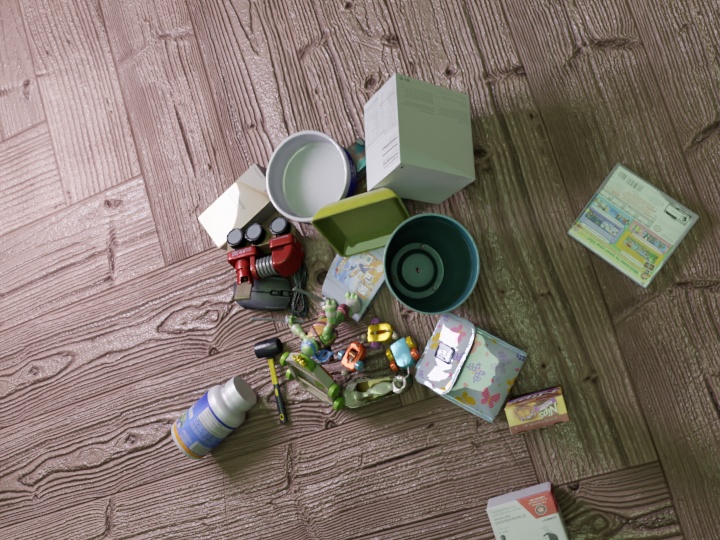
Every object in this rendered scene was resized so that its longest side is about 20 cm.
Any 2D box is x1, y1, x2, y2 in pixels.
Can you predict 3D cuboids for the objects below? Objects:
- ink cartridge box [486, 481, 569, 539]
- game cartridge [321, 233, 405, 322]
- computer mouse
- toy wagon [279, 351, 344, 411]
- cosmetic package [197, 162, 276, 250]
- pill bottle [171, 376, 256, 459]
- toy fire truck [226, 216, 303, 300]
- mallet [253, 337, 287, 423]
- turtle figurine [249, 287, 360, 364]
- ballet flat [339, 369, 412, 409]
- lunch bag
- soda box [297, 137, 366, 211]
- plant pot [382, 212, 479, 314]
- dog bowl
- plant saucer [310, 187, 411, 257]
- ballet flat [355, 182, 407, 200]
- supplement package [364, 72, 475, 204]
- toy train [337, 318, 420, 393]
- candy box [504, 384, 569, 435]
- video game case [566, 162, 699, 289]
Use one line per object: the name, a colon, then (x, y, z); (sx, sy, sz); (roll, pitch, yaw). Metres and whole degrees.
ink cartridge box: (0.364, 0.568, 1.418); (0.142, 0.084, 0.204); (-20, 82, 13)
game cartridge: (0.000, 0.000, 1.579); (0.132, 0.041, 0.202); (34, 96, 11)
computer mouse: (-0.224, 0.046, 1.631); (0.196, 0.053, 0.142); (-2, 87, 16)
toy wagon: (-0.110, 0.235, 1.516); (0.154, 0.201, 0.040); (28, 63, 25)
cosmetic package: (-0.285, -0.151, 1.650); (0.200, 0.073, 0.104); (-42, 77, 11)
pill bottle: (-0.345, 0.347, 1.619); (0.200, 0.112, 0.113); (-42, 77, 9)
toy fire truck: (-0.225, -0.009, 1.561); (0.173, 0.129, 0.204); (-13, 62, 12)
mallet: (-0.214, 0.265, 1.627); (0.065, 0.041, 0.204); (-6, 89, 14)
turtle figurine: (-0.095, 0.088, 1.486); (0.199, 0.193, 0.145); (38, 122, 12)
ballet flat: (0.022, 0.271, 1.536); (0.197, 0.075, 0.069); (-19, 86, 14)
lunch bag: (0.230, 0.202, 1.450); (0.198, 0.127, 0.172); (29, 92, 11)
soda box: (-0.050, -0.217, 1.585); (0.199, 0.068, 0.064); (-39, 77, 12)
plant pot: (0.136, -0.008, 1.447); (0.196, 0.188, 0.205); (0, 86, -4)
dog bowl: (-0.108, -0.205, 1.527); (0.196, 0.079, 0.205); (-1, 86, 19)
plant saucer: (0.013, -0.110, 1.472); (0.196, 0.200, 0.049); (-15, 64, 14)
ballet flat: (0.066, -0.191, 1.563); (0.197, 0.068, 0.074); (-16, 64, 18)
supplement package: (0.122, -0.272, 1.438); (0.188, 0.147, 0.204); (8, 70, -27)
toy train: (0.049, 0.196, 1.531); (0.198, 0.055, 0.152); (20, 82, 37)
candy box: (0.359, 0.279, 1.374); (0.115, 0.200, 0.058); (-17, 83, 14)
video game case: (0.569, -0.095, 1.427); (0.199, 0.022, 0.183); (37, 97, 14)
